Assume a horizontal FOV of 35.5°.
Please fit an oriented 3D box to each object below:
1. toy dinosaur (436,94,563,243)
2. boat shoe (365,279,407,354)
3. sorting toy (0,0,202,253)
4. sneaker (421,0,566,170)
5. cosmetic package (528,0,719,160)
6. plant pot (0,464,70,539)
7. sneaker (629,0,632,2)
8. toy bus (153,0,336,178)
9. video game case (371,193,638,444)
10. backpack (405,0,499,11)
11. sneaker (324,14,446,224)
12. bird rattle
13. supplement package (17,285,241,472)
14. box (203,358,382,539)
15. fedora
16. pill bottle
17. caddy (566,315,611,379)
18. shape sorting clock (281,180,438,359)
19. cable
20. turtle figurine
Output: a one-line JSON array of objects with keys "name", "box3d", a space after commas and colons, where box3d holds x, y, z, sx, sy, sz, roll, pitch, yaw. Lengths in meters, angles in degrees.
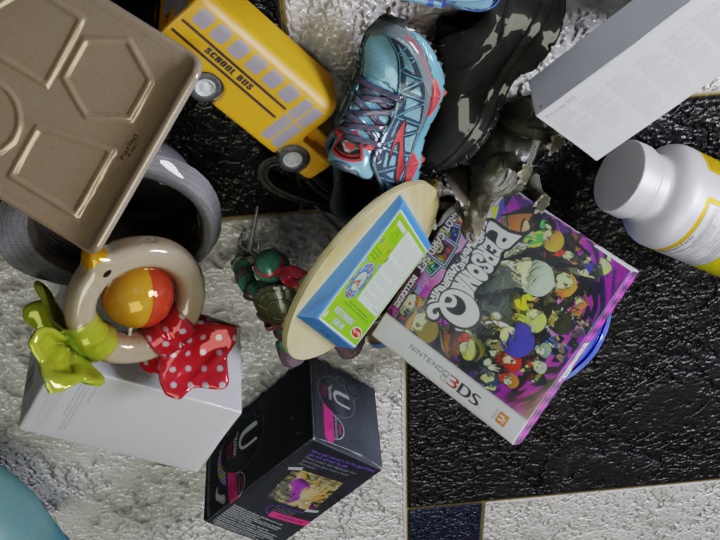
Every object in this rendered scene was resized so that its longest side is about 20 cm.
[{"name": "toy dinosaur", "box3d": [0.142, -0.116, 1.020, 0.077, 0.102, 0.200, 29, 92, -47]}, {"name": "boat shoe", "box3d": [0.069, 0.019, 1.165, 0.200, 0.072, 0.072, -37, 127, 27]}, {"name": "sorting toy", "box3d": [-0.250, -0.139, 0.905, 0.200, 0.036, 0.185, 32, 101, 0]}, {"name": "sneaker", "box3d": [0.094, -0.176, 0.983, 0.091, 0.076, 0.200, 24, 124, -13]}, {"name": "cosmetic package", "box3d": [0.237, -0.176, 0.898, 0.082, 0.051, 0.200, 28, 131, -34]}, {"name": "plant pot", "box3d": [-0.463, 0.309, 1.318, 0.200, 0.200, 0.188, -14, 120, 7]}, {"name": "sneaker", "box3d": [0.282, -0.214, 0.954, 0.200, 0.076, 0.075, 24, 126, -29]}, {"name": "toy bus", "box3d": [-0.089, -0.166, 0.965, 0.078, 0.065, 0.200, -35, 128, 24]}, {"name": "video game case", "box3d": [0.134, 0.033, 1.077, 0.200, 0.181, 0.036, -57, 157, 10]}, {"name": "backpack", "box3d": [0.048, -0.256, 0.795, 0.182, 0.200, 0.135, 8, 133, -16]}, {"name": "sneaker", "box3d": [0.015, -0.119, 0.968, 0.079, 0.096, 0.200, 24, 133, 22]}, {"name": "bird rattle", "box3d": [-0.200, 0.045, 1.024, 0.200, 0.113, 0.163, 5, 122, -25]}, {"name": "supplement package", "box3d": [-0.239, 0.113, 1.185, 0.200, 0.121, 0.120, 19, 129, -23]}, {"name": "box", "box3d": [-0.081, 0.213, 1.304, 0.106, 0.122, 0.200, 30, 124, -31]}, {"name": "fedora", "box3d": [-0.228, -0.066, 1.028, 0.200, 0.090, 0.177, 2, 136, -17]}, {"name": "pill bottle", "box3d": [0.327, -0.059, 1.096, 0.200, 0.104, 0.104, 20, 129, -24]}, {"name": "caddy", "box3d": [0.165, 0.063, 1.172, 0.200, 0.142, 0.105, -35, 128, 27]}, {"name": "shape sorting clock", "box3d": [0.000, 0.000, 1.022, 0.039, 0.200, 0.200, 35, 136, 19]}, {"name": "cable", "box3d": [-0.007, -0.068, 1.102, 0.200, 0.050, 0.097, 17, 135, -7]}, {"name": "turtle figurine", "box3d": [-0.066, 0.019, 1.111, 0.150, 0.101, 0.200, 6, 143, 22]}]
